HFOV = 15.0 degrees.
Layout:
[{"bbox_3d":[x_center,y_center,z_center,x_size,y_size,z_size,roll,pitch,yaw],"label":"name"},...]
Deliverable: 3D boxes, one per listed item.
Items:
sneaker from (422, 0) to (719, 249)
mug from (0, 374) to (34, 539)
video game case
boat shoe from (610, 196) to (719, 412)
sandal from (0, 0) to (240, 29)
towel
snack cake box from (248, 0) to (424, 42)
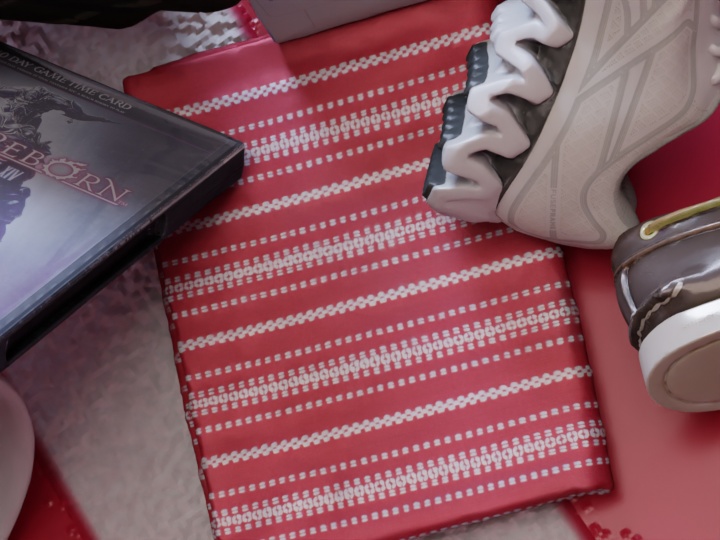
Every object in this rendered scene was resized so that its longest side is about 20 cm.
[{"bbox_3d":[0.092,-0.095,0.898,0.081,0.075,0.200,23,117,-3],"label":"sneaker"},{"bbox_3d":[-0.239,0.070,0.944,0.175,0.148,0.200,36,94,27],"label":"mug"},{"bbox_3d":[-0.150,-0.021,0.916,0.143,0.019,0.200,23,37,20],"label":"video game case"},{"bbox_3d":[0.182,-0.013,0.900,0.200,0.072,0.060,-18,56,2],"label":"boat shoe"},{"bbox_3d":[-0.106,-0.116,0.957,0.200,0.082,0.055,-1,86,58],"label":"sandal"},{"bbox_3d":[0.000,0.000,0.966,0.144,0.022,0.200,-15,72,10],"label":"towel"},{"bbox_3d":[-0.003,-0.195,0.987,0.115,0.067,0.200,-16,65,9],"label":"snack cake box"}]
